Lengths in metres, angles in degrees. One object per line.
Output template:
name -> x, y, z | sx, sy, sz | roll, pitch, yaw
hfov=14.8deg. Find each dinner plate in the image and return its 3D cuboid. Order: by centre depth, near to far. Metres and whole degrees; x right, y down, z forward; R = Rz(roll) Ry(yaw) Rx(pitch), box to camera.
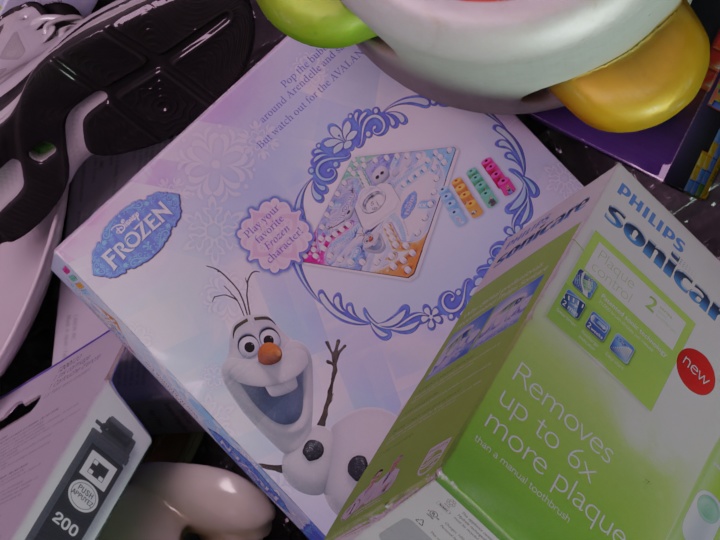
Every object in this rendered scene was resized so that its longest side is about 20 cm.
dinner plate -> -0.193, 0.008, 1.400 | 0.200, 0.024, 0.201 | -41, 35, 38

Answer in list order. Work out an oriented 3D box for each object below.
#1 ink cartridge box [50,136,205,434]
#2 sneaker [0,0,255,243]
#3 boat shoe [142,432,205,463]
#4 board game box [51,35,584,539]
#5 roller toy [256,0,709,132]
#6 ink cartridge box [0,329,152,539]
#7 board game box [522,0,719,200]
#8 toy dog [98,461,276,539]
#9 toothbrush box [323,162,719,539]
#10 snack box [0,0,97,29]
ink cartridge box -> -0.046, -0.004, 1.346 | 0.199, 0.047, 0.161 | -3, 63, 13
sneaker -> -0.131, -0.106, 1.307 | 0.200, 0.076, 0.116 | -32, 39, 29
boat shoe -> -0.151, 0.107, 1.384 | 0.200, 0.066, 0.074 | -50, 63, 11
board game box -> 0.000, 0.000, 1.250 | 0.200, 0.043, 0.199 | -43, 88, -14
roller toy -> 0.064, -0.164, 1.197 | 0.199, 0.140, 0.183 | 13, 82, 8
ink cartridge box -> -0.180, 0.128, 1.270 | 0.198, 0.043, 0.200 | -30, 24, 44
board game box -> 0.106, -0.150, 1.295 | 0.200, 0.057, 0.166 | 28, 95, 28
toy dog -> -0.131, 0.194, 1.263 | 0.193, 0.140, 0.200 | 13, 52, 23
toothbrush box -> 0.097, 0.079, 1.147 | 0.146, 0.200, 0.086 | 44, 136, -10
snack box -> -0.226, -0.088, 1.437 | 0.142, 0.053, 0.200 | 38, 101, 50
